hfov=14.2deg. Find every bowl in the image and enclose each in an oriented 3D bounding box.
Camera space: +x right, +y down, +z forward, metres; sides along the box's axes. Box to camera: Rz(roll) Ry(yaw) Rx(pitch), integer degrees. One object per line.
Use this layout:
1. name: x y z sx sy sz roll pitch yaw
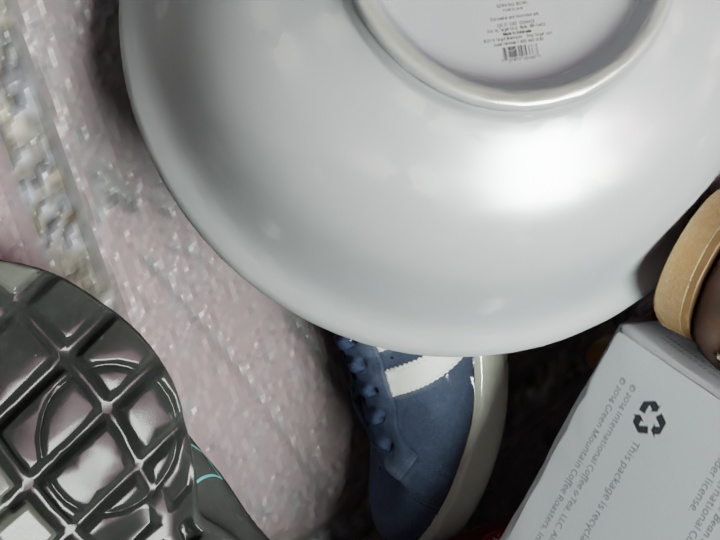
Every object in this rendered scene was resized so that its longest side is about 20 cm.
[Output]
1. bowl: 0.033 -0.082 0.817 0.199 0.090 0.203 2 78 -9

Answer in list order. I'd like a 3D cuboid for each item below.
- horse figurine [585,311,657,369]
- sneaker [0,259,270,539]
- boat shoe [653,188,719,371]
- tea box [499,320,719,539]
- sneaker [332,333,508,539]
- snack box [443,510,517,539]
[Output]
1. horse figurine: 0.133 -0.014 0.971 0.132 0.050 0.201 -25 141 -49
2. sneaker: -0.073 0.079 0.877 0.075 0.079 0.200 -42 109 -15
3. boat shoe: 0.161 0.003 0.895 0.200 0.070 0.071 -21 133 -57
4. tea box: 0.128 0.133 0.935 0.196 0.133 0.201 3 119 -59
5. sneaker: 0.000 0.000 0.915 0.084 0.075 0.201 -6 115 -20
6. snack box: 0.076 0.105 1.005 0.199 0.024 0.072 -15 142 -47
